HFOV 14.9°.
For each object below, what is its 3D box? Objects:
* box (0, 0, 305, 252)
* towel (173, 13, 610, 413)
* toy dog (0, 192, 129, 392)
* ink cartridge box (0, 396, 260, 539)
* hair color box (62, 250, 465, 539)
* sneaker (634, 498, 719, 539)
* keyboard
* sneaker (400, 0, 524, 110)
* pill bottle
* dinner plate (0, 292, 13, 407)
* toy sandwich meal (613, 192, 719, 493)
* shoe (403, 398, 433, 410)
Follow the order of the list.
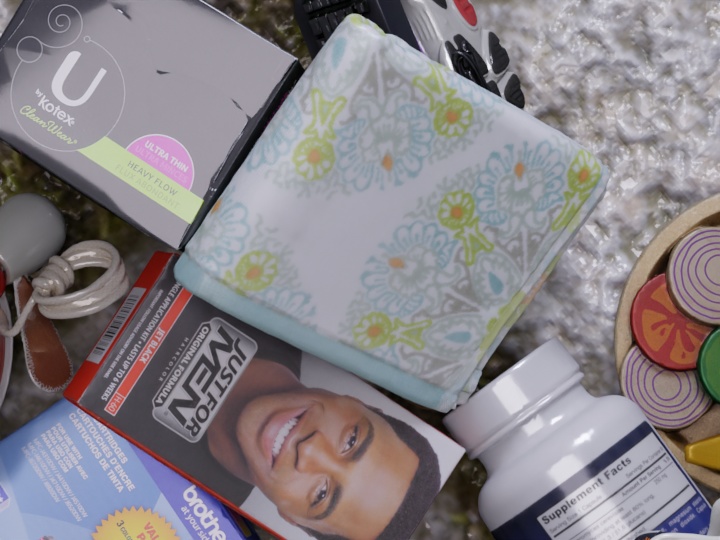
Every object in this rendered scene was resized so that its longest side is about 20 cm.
[{"bbox_3d":[-0.118,-0.092,1.540,0.148,0.200,0.124,32,89,4],"label":"box"},{"bbox_3d":[0.020,-0.027,1.473,0.200,0.048,0.171,26,102,-35],"label":"towel"},{"bbox_3d":[-0.219,0.056,1.556,0.200,0.096,0.132,-39,47,-22],"label":"toy dog"},{"bbox_3d":[-0.150,0.142,1.592,0.200,0.076,0.137,-35,86,-1],"label":"ink cartridge box"},{"bbox_3d":[-0.053,0.084,1.526,0.200,0.061,0.102,34,83,-13],"label":"hair color box"},{"bbox_3d":[0.143,0.188,1.451,0.200,0.078,0.079,-29,89,-26],"label":"sneaker"},{"bbox_3d":[0.037,-0.077,1.565,0.127,0.021,0.200,-15,103,43],"label":"keyboard"},{"bbox_3d":[0.032,-0.123,1.609,0.083,0.081,0.200,-26,91,32],"label":"sneaker"},{"bbox_3d":[0.136,0.141,1.557,0.111,0.111,0.200,-36,85,0],"label":"pill bottle"},{"bbox_3d":[-0.303,0.044,1.630,0.200,0.024,0.200,0,86,3],"label":"dinner plate"},{"bbox_3d":[0.246,0.041,1.577,0.205,0.070,0.205,0,87,3],"label":"toy sandwich meal"},{"bbox_3d":[0.000,0.000,1.552,0.070,0.053,0.200,-23,127,22],"label":"shoe"}]
